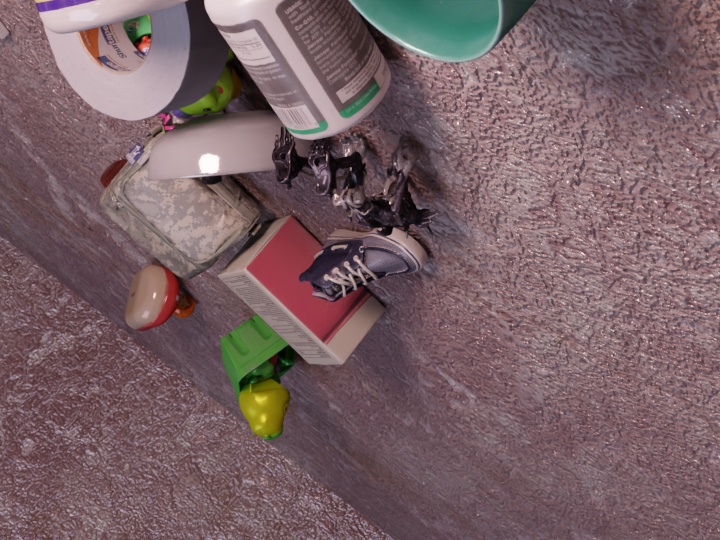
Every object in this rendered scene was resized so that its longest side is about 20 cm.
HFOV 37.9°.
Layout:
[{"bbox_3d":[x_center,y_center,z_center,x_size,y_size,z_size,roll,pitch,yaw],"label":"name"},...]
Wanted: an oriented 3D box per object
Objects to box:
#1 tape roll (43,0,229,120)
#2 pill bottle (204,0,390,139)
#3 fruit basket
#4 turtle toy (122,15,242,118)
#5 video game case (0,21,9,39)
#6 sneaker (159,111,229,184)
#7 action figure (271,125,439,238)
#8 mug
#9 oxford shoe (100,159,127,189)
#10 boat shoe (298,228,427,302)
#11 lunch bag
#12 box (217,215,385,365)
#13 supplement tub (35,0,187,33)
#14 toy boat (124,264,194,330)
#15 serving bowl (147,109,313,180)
[{"bbox_3d":[-0.228,-0.255,1.056,0.200,0.066,0.200,13,116,28],"label":"tape roll"},{"bbox_3d":[-0.064,-0.222,0.915,0.113,0.113,0.200,17,151,46],"label":"pill bottle"},{"bbox_3d":[-0.178,0.208,1.982,0.216,0.155,0.216,48,162,21],"label":"fruit basket"},{"bbox_3d":[-0.207,-0.229,1.171,0.200,0.101,0.146,21,153,42],"label":"turtle toy"},{"bbox_3d":[-0.642,-0.432,1.629,0.200,0.018,0.143,22,155,40],"label":"video game case"},{"bbox_3d":[-0.228,-0.185,1.322,0.200,0.087,0.074,44,160,-11],"label":"sneaker"},{"bbox_3d":[0.009,-0.096,1.089,0.119,0.102,0.200,8,170,42],"label":"action figure"},{"bbox_3d":[0.065,-0.232,0.661,0.152,0.114,0.185,42,159,-7],"label":"mug"},{"bbox_3d":[-0.347,-0.125,1.696,0.200,0.070,0.075,24,161,40],"label":"oxford shoe"},{"bbox_3d":[0.000,0.000,1.311,0.075,0.093,0.200,47,159,-21],"label":"boat shoe"},{"bbox_3d":[-0.249,-0.104,1.484,0.200,0.139,0.168,44,144,-14],"label":"lunch bag"},{"bbox_3d":[-0.085,0.031,1.507,0.200,0.109,0.128,45,159,-16],"label":"box"},{"bbox_3d":[-0.229,-0.316,0.888,0.145,0.145,0.200,13,124,51],"label":"supplement tub"},{"bbox_3d":[-0.409,0.065,2.182,0.131,0.131,0.200,13,169,-19],"label":"toy boat"},{"bbox_3d":[-0.141,-0.142,1.170,0.200,0.200,0.066,6,105,57],"label":"serving bowl"}]
